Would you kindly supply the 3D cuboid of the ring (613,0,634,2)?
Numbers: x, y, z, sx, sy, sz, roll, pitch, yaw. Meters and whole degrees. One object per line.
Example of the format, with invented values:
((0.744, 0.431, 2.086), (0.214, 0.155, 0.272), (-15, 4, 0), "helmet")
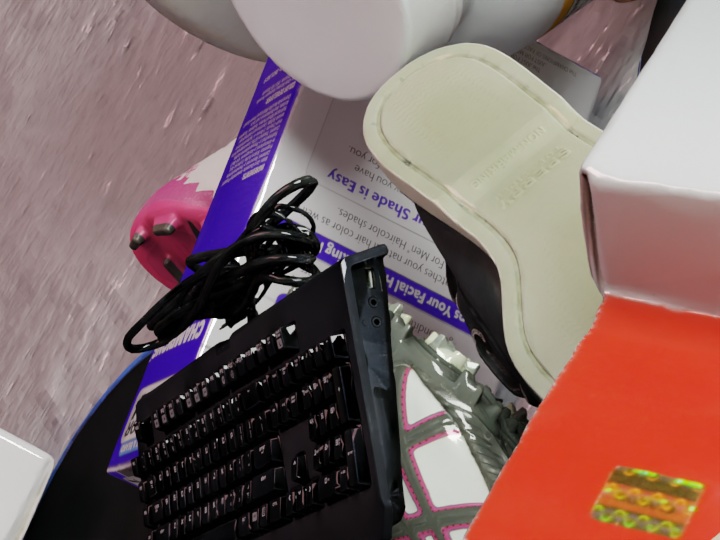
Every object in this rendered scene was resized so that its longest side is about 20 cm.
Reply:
((0.141, -0.160, 0.763), (0.200, 0.019, 0.200), (-42, -12, -11), "ring")

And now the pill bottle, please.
((0.049, -0.139, 0.845), (0.200, 0.113, 0.113), (-37, 10, -35), "pill bottle")

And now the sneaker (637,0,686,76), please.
((0.129, -0.018, 0.736), (0.078, 0.070, 0.200), (108, 160, -43), "sneaker")

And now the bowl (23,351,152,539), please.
((-0.084, 0.111, 1.016), (0.201, 0.039, 0.201), (-43, 31, 34), "bowl")

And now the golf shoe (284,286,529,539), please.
((0.020, 0.070, 0.683), (0.088, 0.077, 0.200), (-50, 41, -1), "golf shoe")

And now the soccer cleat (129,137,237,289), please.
((-0.019, -0.036, 1.032), (0.200, 0.070, 0.086), (-18, 33, 53), "soccer cleat")

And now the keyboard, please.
((-0.043, 0.040, 0.718), (0.200, 0.040, 0.104), (146, 122, -64), "keyboard")

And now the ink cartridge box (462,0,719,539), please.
((0.139, 0.007, 0.519), (0.200, 0.044, 0.174), (11, 43, 25), "ink cartridge box")

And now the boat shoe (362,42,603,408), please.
((0.067, 0.008, 0.724), (0.074, 0.066, 0.199), (-39, 43, -7), "boat shoe")

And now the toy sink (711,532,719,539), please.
((0.096, 0.165, 0.452), (0.130, 0.200, 0.112), (-43, 16, 15), "toy sink")

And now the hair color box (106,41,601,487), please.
((0.000, 0.000, 0.887), (0.065, 0.109, 0.200), (-25, 42, 62), "hair color box")

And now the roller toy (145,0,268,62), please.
((-0.020, -0.192, 1.050), (0.140, 0.200, 0.183), (-36, 64, 41), "roller toy")

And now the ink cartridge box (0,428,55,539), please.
((-0.217, 0.089, 1.097), (0.084, 0.146, 0.200), (-64, 7, -10), "ink cartridge box")
